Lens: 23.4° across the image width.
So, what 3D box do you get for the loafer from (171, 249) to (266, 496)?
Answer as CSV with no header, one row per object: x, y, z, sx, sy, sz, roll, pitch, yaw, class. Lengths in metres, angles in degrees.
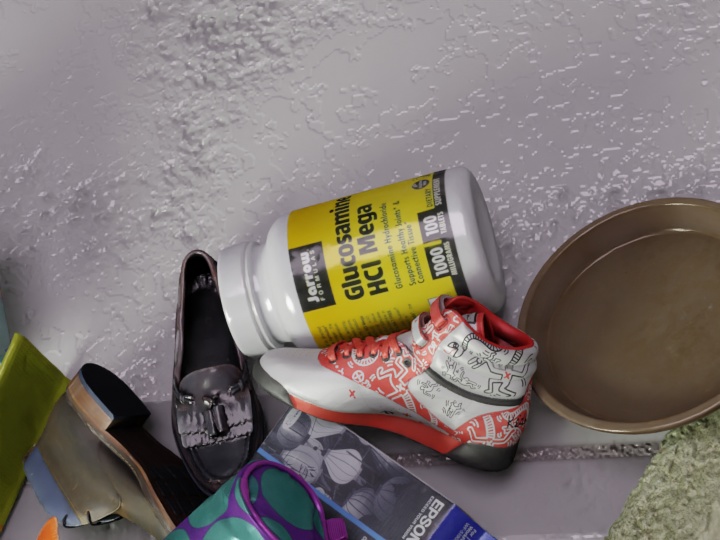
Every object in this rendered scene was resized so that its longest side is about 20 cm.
-0.116,0.075,1.315,0.071,0.063,0.201,-12,54,3,loafer

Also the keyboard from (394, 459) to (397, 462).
-0.002,0.214,1.234,0.127,0.021,0.201,-34,58,5,keyboard

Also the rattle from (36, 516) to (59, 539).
-0.180,0.253,1.098,0.130,0.143,0.201,-23,82,14,rattle

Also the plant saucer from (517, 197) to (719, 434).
0.208,0.035,1.234,0.199,0.030,0.201,-16,47,18,plant saucer

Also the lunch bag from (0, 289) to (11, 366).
-0.383,0.045,1.397,0.200,0.122,0.171,-34,56,31,lunch bag

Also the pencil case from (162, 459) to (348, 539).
-0.106,0.221,1.191,0.200,0.092,0.085,-46,30,23,pencil case

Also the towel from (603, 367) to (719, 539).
0.245,0.172,1.161,0.148,0.037,0.201,25,73,30,towel

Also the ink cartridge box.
0.002,0.178,1.216,0.199,0.039,0.100,31,79,32,ink cartridge box

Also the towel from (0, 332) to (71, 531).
-0.281,0.154,1.323,0.018,0.086,0.201,12,66,23,towel

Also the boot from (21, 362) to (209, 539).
-0.176,0.174,1.303,0.097,0.075,0.200,-47,62,18,boot

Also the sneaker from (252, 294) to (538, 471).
0.028,0.060,1.235,0.200,0.067,0.109,18,111,10,sneaker

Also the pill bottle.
0.000,0.000,1.296,0.199,0.113,0.113,-15,58,11,pill bottle
